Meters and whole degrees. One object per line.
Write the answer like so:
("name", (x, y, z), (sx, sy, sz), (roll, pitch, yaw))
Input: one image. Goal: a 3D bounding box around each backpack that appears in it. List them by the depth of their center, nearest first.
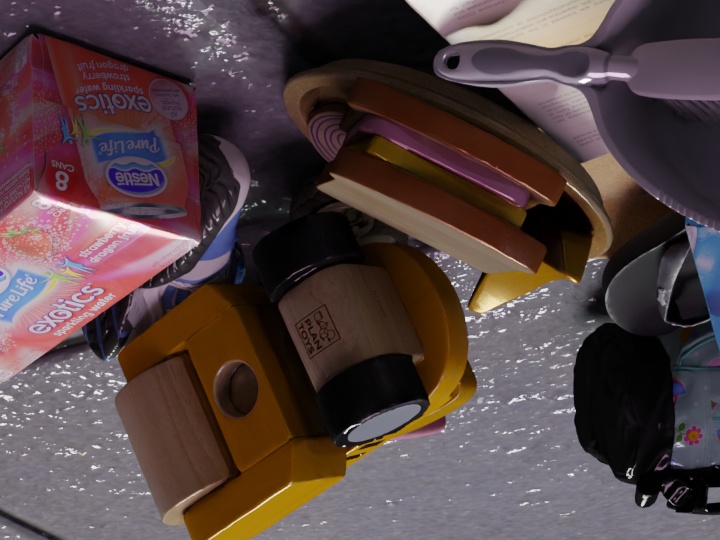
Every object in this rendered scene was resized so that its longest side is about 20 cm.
("backpack", (0.249, 0.078, 1.241), (0.200, 0.127, 0.167), (-3, -166, -7))

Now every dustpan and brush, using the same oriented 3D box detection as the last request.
("dustpan and brush", (0.125, -0.082, 0.808), (0.200, 0.140, 0.057), (5, 176, 38))

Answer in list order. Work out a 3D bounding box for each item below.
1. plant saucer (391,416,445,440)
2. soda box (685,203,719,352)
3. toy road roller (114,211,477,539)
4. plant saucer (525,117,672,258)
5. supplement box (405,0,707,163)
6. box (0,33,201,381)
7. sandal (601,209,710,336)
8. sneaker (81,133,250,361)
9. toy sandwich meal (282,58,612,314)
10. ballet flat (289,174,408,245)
("plant saucer", (-0.046, 0.079, 1.233), (0.200, 0.051, 0.201), (0, 180, 0))
("soda box", (0.192, -0.026, 0.908), (0.064, 0.068, 0.200), (-13, -165, 15))
("toy road roller", (-0.025, 0.063, 1.095), (0.200, 0.123, 0.146), (-35, 159, 28))
("plant saucer", (0.165, -0.067, 1.064), (0.200, 0.036, 0.200), (-5, 153, -2))
("supplement box", (0.106, -0.137, 0.872), (0.126, 0.074, 0.200), (-20, 149, 24))
("box", (-0.180, -0.028, 1.015), (0.102, 0.095, 0.200), (18, 145, -36))
("sandal", (0.196, -0.006, 1.101), (0.076, 0.043, 0.200), (3, 153, -17))
("sneaker", (-0.101, -0.020, 1.091), (0.077, 0.076, 0.200), (-14, 162, -31))
("toy sandwich meal", (0.038, -0.036, 0.977), (0.205, 0.070, 0.205), (25, 166, 6))
("ballet flat", (0.000, 0.000, 1.155), (0.067, 0.046, 0.200), (-7, 153, 3))
